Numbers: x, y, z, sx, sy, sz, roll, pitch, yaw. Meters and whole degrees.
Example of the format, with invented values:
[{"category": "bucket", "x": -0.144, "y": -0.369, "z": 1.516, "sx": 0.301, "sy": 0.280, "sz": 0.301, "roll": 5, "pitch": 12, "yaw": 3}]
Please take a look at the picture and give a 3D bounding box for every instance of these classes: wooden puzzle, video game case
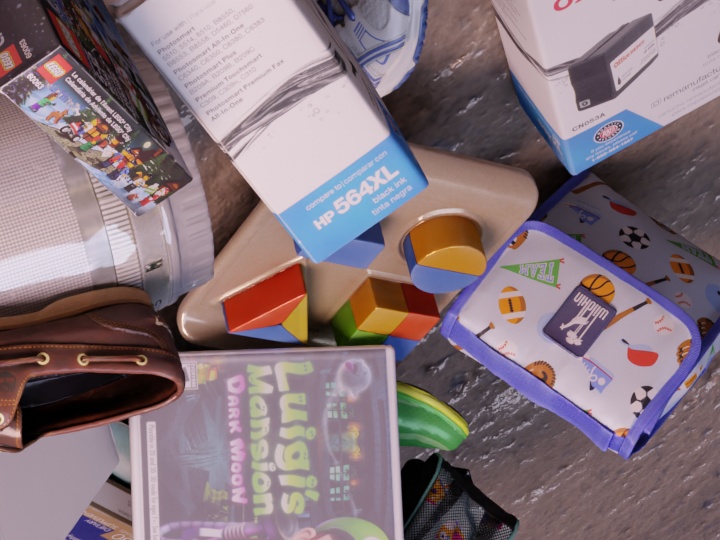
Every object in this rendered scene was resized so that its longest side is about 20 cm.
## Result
[{"category": "wooden puzzle", "x": 0.000, "y": 0.000, "z": 1.354, "sx": 0.185, "sy": 0.046, "sz": 0.200, "roll": 11, "pitch": 133, "yaw": -31}, {"category": "video game case", "x": -0.062, "y": 0.152, "z": 1.358, "sx": 0.181, "sy": 0.201, "sz": 0.023, "roll": -2, "pitch": 173, "yaw": -10}]

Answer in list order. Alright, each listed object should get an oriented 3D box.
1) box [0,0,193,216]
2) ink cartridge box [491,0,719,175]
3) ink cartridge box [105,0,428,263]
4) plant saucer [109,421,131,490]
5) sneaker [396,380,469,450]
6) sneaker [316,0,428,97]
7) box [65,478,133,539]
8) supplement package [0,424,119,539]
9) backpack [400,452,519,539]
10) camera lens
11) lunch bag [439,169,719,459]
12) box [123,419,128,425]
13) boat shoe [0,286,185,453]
[{"category": "box", "x": -0.165, "y": -0.137, "z": 1.038, "sx": 0.038, "sy": 0.200, "sz": 0.137, "roll": -33, "pitch": 146, "yaw": 6}, {"category": "ink cartridge box", "x": 0.168, "y": -0.177, "z": 1.342, "sx": 0.145, "sy": 0.084, "sz": 0.200, "roll": -28, "pitch": 146, "yaw": -3}, {"category": "ink cartridge box", "x": -0.061, "y": -0.125, "z": 1.131, "sx": 0.084, "sy": 0.146, "sz": 0.200, "roll": -33, "pitch": 127, "yaw": 6}, {"category": "plant saucer", "x": -0.232, "y": 0.140, "z": 1.411, "sx": 0.199, "sy": 0.028, "sz": 0.200, "roll": 2, "pitch": 152, "yaw": 1}, {"category": "sneaker", "x": -0.023, "y": 0.113, "z": 1.447, "sx": 0.199, "sy": 0.084, "sz": 0.074, "roll": 6, "pitch": 175, "yaw": -9}, {"category": "sneaker", "x": -0.023, "y": -0.130, "z": 1.267, "sx": 0.088, "sy": 0.075, "sz": 0.200, "roll": -8, "pitch": 139, "yaw": -29}, {"category": "box", "x": -0.248, "y": 0.174, "z": 1.415, "sx": 0.199, "sy": 0.033, "sz": 0.121, "roll": -16, "pitch": 145, "yaw": 35}, {"category": "supplement package", "x": -0.244, "y": 0.121, "z": 1.212, "sx": 0.116, "sy": 0.200, "sz": 0.118, "roll": -2, "pitch": 118, "yaw": 22}, {"category": "backpack", "x": 0.022, "y": 0.258, "z": 1.465, "sx": 0.200, "sy": 0.153, "sz": 0.176, "roll": -46, "pitch": -177, "yaw": -39}, {"category": "camera lens", "x": -0.203, "y": -0.030, "z": 1.182, "sx": 0.199, "sy": 0.160, "sz": 0.160, "roll": -19, "pitch": 144, "yaw": -17}, {"category": "lunch bag", "x": 0.172, "y": 0.036, "z": 1.478, "sx": 0.200, "sy": 0.170, "sz": 0.124, "roll": -39, "pitch": 158, "yaw": -47}, {"category": "box", "x": -0.089, "y": 0.168, "z": 1.570, "sx": 0.147, "sy": 0.105, "sz": 0.200, "roll": -21, "pitch": 144, "yaw": -13}, {"category": "boat shoe", "x": -0.194, "y": 0.065, "z": 1.105, "sx": 0.199, "sy": 0.070, "sz": 0.071, "roll": -17, "pitch": 146, "yaw": -17}]
